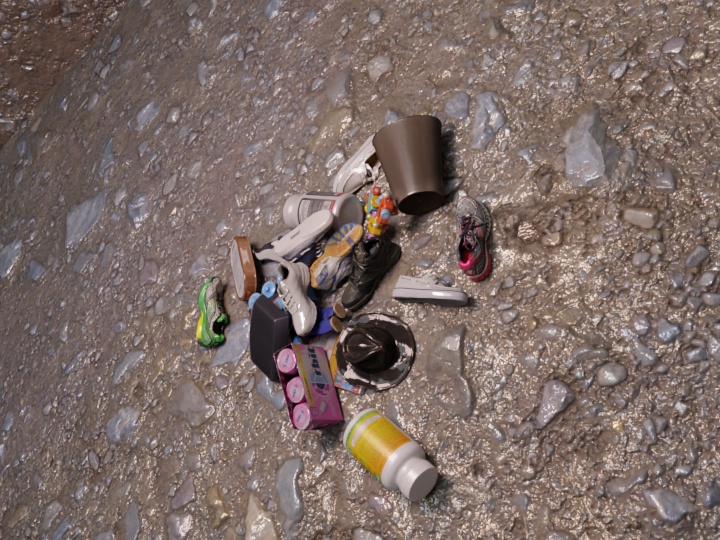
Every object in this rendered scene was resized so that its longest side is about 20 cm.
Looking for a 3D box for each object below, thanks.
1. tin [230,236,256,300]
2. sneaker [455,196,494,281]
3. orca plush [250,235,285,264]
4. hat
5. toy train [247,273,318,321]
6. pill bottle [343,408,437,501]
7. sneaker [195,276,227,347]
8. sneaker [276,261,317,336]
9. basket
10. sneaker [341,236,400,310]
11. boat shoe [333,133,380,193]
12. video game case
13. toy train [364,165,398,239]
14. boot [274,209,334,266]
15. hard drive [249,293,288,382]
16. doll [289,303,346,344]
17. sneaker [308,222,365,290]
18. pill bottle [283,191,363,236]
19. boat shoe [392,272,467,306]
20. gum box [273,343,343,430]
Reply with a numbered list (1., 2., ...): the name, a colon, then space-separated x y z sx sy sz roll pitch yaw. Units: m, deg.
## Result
1. tin: -0.328 -0.007 1.948 0.112 0.042 0.201 -60 39 44
2. sneaker: 0.247 -0.080 1.552 0.080 0.075 0.201 -21 58 29
3. orca plush: -0.202 -0.050 1.909 0.199 0.071 0.106 -18 105 42
4. hat: 0.019 0.174 1.589 0.199 0.081 0.202 -8 68 22
5. toy train: -0.209 0.085 1.824 0.200 0.087 0.115 -37 58 18
6. pill bottle: 0.064 0.387 1.459 0.200 0.111 0.111 33 92 42
7. sneaker: -0.407 0.115 1.977 0.085 0.078 0.201 -7 75 28
8. sneaker: -0.164 0.067 1.698 0.074 0.087 0.201 -34 57 31
9. basket: 0.129 -0.248 1.682 0.179 0.136 0.201 -18 64 17
10. sneaker: 0.000 0.000 1.682 0.200 0.114 0.076 -51 47 10
11. boat shoe: 0.009 -0.263 1.823 0.200 0.071 0.070 -49 46 0
12. video game case: -0.051 0.208 1.690 0.199 0.017 0.144 10 77 40
13. toy train: 0.056 -0.159 1.697 0.201 0.055 0.151 -98 20 -50
14. boot: -0.119 -0.075 1.758 0.199 0.090 0.073 -29 37 35
15. hard drive: -0.233 0.174 1.758 0.135 0.042 0.201 36 130 40
16. doll: -0.128 0.143 1.729 0.199 0.048 0.137 -20 43 38
17. sneaker: -0.047 -0.035 1.744 0.200 0.088 0.075 -49 51 19
18. pill bottle: -0.100 -0.148 1.820 0.199 0.116 0.117 9 76 40
19. boat shoe: 0.154 0.037 1.570 0.199 0.073 0.067 3 75 39
20. gum box: -0.120 0.277 1.631 0.066 0.113 0.201 -33 62 29
